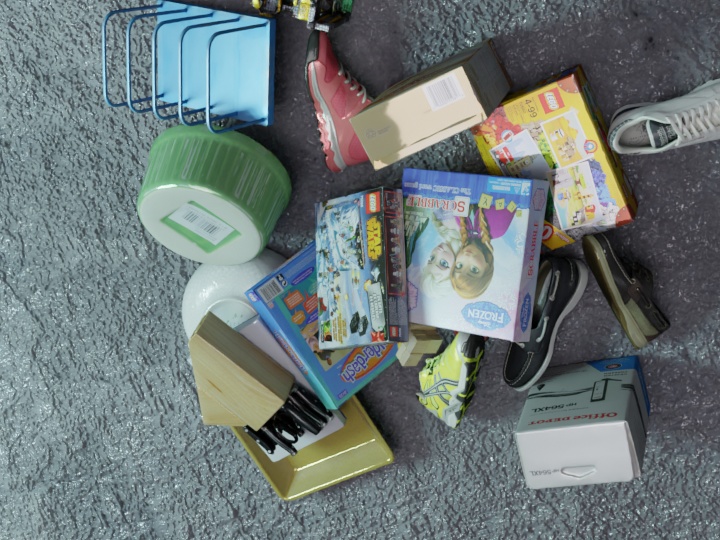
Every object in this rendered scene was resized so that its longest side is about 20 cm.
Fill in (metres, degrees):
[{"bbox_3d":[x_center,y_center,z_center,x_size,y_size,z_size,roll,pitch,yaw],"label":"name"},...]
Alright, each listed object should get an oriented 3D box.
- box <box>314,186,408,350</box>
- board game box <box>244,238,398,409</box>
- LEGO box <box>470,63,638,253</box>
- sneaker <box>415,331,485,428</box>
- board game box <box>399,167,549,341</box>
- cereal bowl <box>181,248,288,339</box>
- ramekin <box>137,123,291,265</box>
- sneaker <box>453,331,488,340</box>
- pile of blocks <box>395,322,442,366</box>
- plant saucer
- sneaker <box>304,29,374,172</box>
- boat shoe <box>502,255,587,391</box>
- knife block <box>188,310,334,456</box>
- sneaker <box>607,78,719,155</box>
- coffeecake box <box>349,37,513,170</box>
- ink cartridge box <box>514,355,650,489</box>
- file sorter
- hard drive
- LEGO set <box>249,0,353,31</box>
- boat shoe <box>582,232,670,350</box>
[{"bbox_3d":[0.000,0.000,1.634,0.137,0.040,0.200,-9,80,48],"label":"box"},{"bbox_3d":[-0.040,0.066,1.710,0.200,0.152,0.045,55,159,-7],"label":"board game box"},{"bbox_3d":[0.245,-0.137,1.585,0.149,0.077,0.200,-21,102,22],"label":"LEGO box"},{"bbox_3d":[0.117,0.143,1.692,0.076,0.075,0.200,24,141,11],"label":"sneaker"},{"bbox_3d":[0.131,-0.023,1.571,0.200,0.041,0.200,8,94,39],"label":"board game box"},{"bbox_3d":[-0.167,0.069,1.777,0.200,0.083,0.200,5,110,15],"label":"cereal bowl"},{"bbox_3d":[-0.200,-0.094,1.668,0.200,0.098,0.200,12,146,8],"label":"ramekin"},{"bbox_3d":[0.151,0.015,1.654,0.074,0.087,0.200,13,112,12],"label":"sneaker"},{"bbox_3d":[0.077,0.028,1.690,0.082,0.062,0.200,2,89,53],"label":"pile of blocks"},{"bbox_3d":[-0.077,0.220,1.812,0.200,0.048,0.200,-25,110,22],"label":"plant saucer"},{"bbox_3d":[-0.020,-0.227,1.634,0.087,0.074,0.200,-9,123,6],"label":"sneaker"},{"bbox_3d":[0.229,0.068,1.659,0.060,0.076,0.200,12,108,-32],"label":"boat shoe"},{"bbox_3d":[-0.130,0.156,1.694,0.175,0.064,0.200,-1,118,11],"label":"knife block"},{"bbox_3d":[0.402,-0.181,1.523,0.200,0.081,0.076,-16,102,19],"label":"sneaker"},{"bbox_3d":[0.092,-0.208,1.537,0.153,0.200,0.073,-23,101,22],"label":"coffeecake box"},{"bbox_3d":[0.292,0.195,1.623,0.146,0.200,0.084,-10,106,19],"label":"ink cartridge box"},{"bbox_3d":[-0.226,-0.265,1.619,0.200,0.123,0.139,17,115,33],"label":"file sorter"},{"bbox_3d":[-0.131,0.167,1.751,0.132,0.025,0.200,-30,109,24],"label":"hard drive"},{"bbox_3d":[-0.073,-0.388,1.565,0.154,0.116,0.200,23,114,7],"label":"LEGO set"},{"bbox_3d":[0.343,0.018,1.599,0.066,0.072,0.201,-30,126,4],"label":"boat shoe"}]
